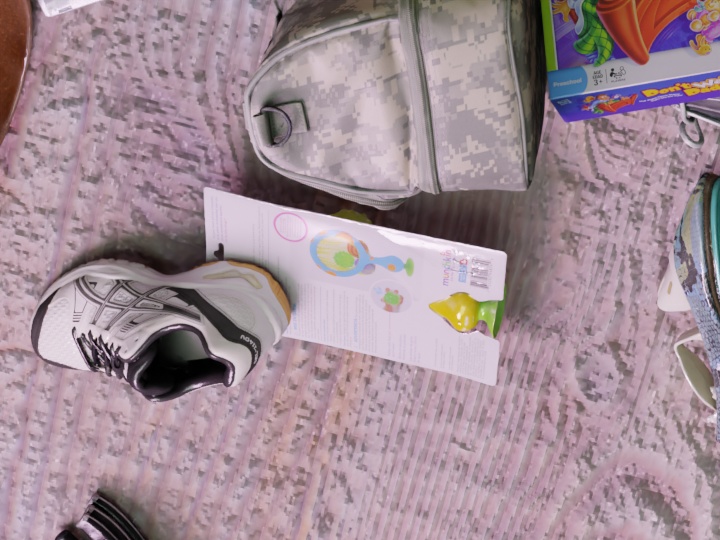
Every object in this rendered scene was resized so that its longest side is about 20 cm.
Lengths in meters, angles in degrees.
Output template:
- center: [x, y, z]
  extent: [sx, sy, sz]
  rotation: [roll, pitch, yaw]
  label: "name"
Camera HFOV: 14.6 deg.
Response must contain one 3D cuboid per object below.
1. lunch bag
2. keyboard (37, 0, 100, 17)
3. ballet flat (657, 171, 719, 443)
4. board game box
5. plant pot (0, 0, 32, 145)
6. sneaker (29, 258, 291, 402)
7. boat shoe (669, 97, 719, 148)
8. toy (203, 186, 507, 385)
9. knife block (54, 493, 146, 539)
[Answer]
- center: [0.021, -0.128, 1.661]
  extent: [0.167, 0.200, 0.140]
  rotation: [-3, 116, 8]
  label: "lunch bag"
- center: [-0.119, -0.210, 1.748]
  extent: [0.199, 0.011, 0.056]
  rotation: [-16, 110, 18]
  label: "keyboard"
- center: [0.224, 0.031, 1.789]
  extent: [0.074, 0.074, 0.200]
  rotation: [-13, 113, 17]
  label: "ballet flat"
- center: [0.205, -0.171, 1.642]
  extent: [0.199, 0.045, 0.135]
  rotation: [-9, 72, 15]
  label: "board game box"
- center: [-0.336, -0.132, 1.748]
  extent: [0.200, 0.187, 0.187]
  rotation: [24, 121, 13]
  label: "plant pot"
- center: [-0.145, 0.043, 1.831]
  extent: [0.200, 0.088, 0.076]
  rotation: [-8, 125, 33]
  label: "sneaker"
- center: [0.209, -0.117, 1.704]
  extent: [0.199, 0.074, 0.068]
  rotation: [10, 140, 12]
  label: "boat shoe"
- center: [0.000, 0.000, 1.815]
  extent: [0.199, 0.047, 0.115]
  rotation: [15, 134, 14]
  label: "toy"
- center: [-0.139, 0.250, 1.987]
  extent: [0.064, 0.176, 0.200]
  rotation: [-30, 155, 25]
  label: "knife block"
